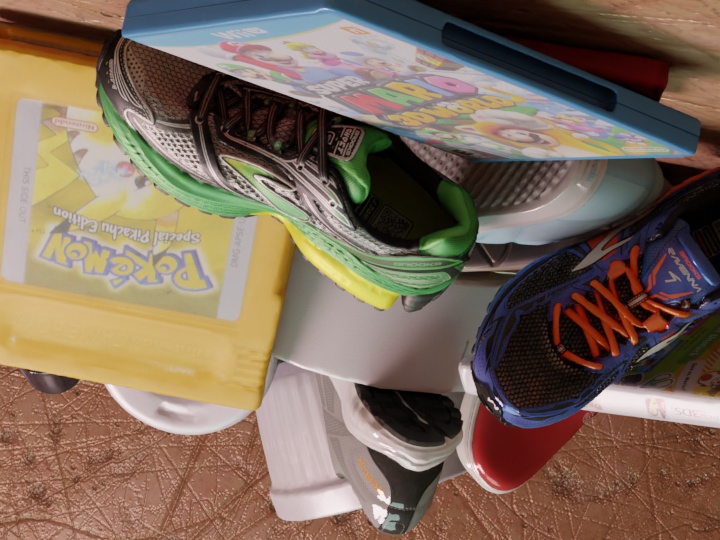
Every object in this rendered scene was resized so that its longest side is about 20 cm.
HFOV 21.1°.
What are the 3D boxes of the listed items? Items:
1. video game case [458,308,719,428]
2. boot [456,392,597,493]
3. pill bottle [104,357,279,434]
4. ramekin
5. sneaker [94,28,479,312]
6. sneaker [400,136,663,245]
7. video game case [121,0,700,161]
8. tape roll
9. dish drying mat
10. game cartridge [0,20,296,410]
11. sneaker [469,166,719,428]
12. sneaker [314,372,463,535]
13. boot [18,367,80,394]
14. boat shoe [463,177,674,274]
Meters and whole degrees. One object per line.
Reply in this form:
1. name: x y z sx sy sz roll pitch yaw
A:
1. video game case: 0.180 0.019 1.035 0.181 0.023 0.200 5 -150 43
2. boot: 0.149 0.054 1.159 0.072 0.200 0.144 43 166 -24
3. pill bottle: -0.102 0.015 1.302 0.119 0.120 0.200 10 -157 3
4. ramekin: 0.021 0.088 1.332 0.199 0.106 0.200 -19 -177 1
5. sneaker: -0.030 -0.060 0.900 0.199 0.078 0.085 28 153 -8
6. sneaker: 0.070 -0.039 0.988 0.082 0.074 0.200 18 171 -36
7. video game case: 0.022 -0.079 0.794 0.199 0.018 0.143 17 172 -38
8. tape roll: 0.000 0.000 1.149 0.201 0.071 0.203 15 -164 -4
9. dish drying mat: 0.031 -0.090 0.835 0.199 0.018 0.077 10 175 6
10. game cartridge: -0.120 -0.023 1.010 0.175 0.201 0.033 10 -147 -4
11. sneaker: 0.136 0.004 0.932 0.075 0.200 0.078 53 165 0
12. sneaker: 0.004 0.084 1.141 0.074 0.080 0.200 10 -161 -13
13. boot: -0.200 -0.042 1.290 0.068 0.189 0.200 20 150 18
14. boat shoe: 0.081 -0.029 1.074 0.199 0.076 0.072 10 176 15
